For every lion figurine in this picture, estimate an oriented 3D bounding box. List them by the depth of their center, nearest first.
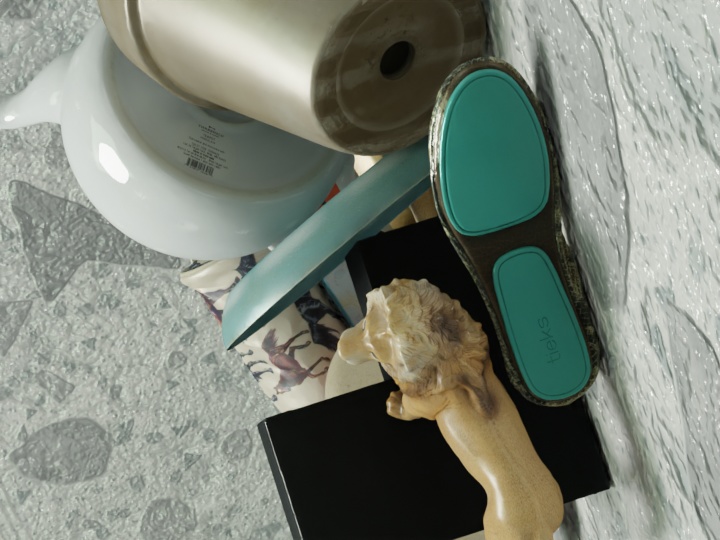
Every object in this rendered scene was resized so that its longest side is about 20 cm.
[{"bbox_3d":[0.066,0.092,1.090,0.200,0.072,0.122,51,168,2],"label":"lion figurine"}]

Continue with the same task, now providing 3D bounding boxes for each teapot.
[{"bbox_3d":[-0.109,-0.080,1.321,0.200,0.197,0.146,59,144,14],"label":"teapot"}]

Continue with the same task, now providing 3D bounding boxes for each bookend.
[{"bbox_3d":[0.017,0.066,1.200,0.092,0.200,0.199,131,120,-81],"label":"bookend"}]

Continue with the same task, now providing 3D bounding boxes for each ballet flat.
[{"bbox_3d":[0.079,-0.024,1.085,0.075,0.068,0.200,-101,-7,-71],"label":"ballet flat"}]

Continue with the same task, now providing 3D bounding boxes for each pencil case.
[{"bbox_3d":[-0.047,0.058,1.445,0.200,0.078,0.089,56,146,-8],"label":"pencil case"}]

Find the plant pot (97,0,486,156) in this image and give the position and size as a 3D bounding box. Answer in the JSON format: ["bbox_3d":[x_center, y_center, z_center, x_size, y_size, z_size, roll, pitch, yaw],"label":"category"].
[{"bbox_3d":[-0.024,-0.155,1.156,0.174,0.200,0.200,43,154,41],"label":"plant pot"}]

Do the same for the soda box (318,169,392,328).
[{"bbox_3d":[0.000,0.000,1.449,0.200,0.064,0.068,57,171,-14],"label":"soda box"}]

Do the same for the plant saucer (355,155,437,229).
[{"bbox_3d":[0.005,-0.091,1.427,0.200,0.035,0.200,54,170,14],"label":"plant saucer"}]

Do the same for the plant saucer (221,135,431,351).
[{"bbox_3d":[-0.011,-0.025,1.214,0.027,0.200,0.200,49,171,2],"label":"plant saucer"}]

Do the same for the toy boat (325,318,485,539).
[{"bbox_3d":[0.065,0.115,1.369,0.131,0.130,0.200,21,-135,-61],"label":"toy boat"}]
